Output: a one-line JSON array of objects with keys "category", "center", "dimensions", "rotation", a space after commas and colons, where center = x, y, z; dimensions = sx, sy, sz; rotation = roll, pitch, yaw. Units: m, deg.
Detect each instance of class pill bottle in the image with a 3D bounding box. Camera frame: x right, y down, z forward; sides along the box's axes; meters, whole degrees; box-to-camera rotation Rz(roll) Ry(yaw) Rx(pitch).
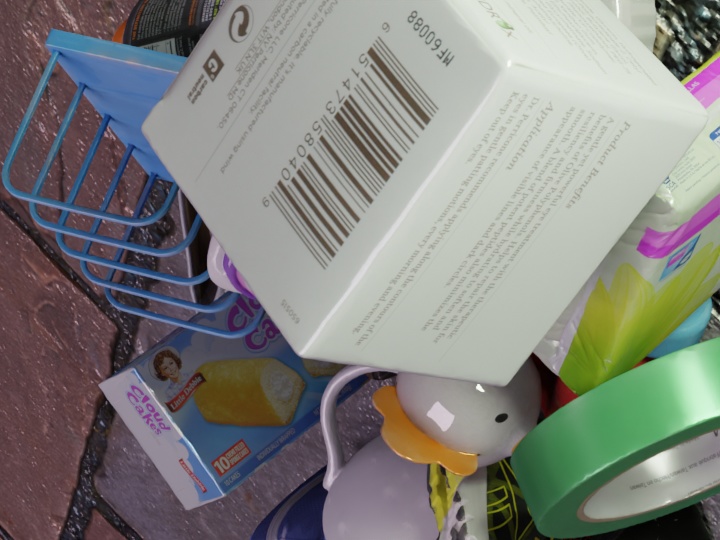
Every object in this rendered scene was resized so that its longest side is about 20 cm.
[{"category": "pill bottle", "center": [-0.095, -0.157, 1.805], "dimensions": [0.200, 0.106, 0.106], "rotation": [-4, 118, 54]}]

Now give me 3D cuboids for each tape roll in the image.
[{"category": "tape roll", "center": [0.192, 0.101, 1.594], "dimensions": [0.048, 0.200, 0.200], "rotation": [68, 153, 20]}]

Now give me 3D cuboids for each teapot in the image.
[{"category": "teapot", "center": [0.077, 0.171, 1.866], "dimensions": [0.146, 0.200, 0.197], "rotation": [-52, 46, 22]}]

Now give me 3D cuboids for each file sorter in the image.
[{"category": "file sorter", "center": [-0.138, -0.054, 1.780], "dimensions": [0.139, 0.123, 0.200], "rotation": [14, 161, 24]}]

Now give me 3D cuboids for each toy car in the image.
[{"category": "toy car", "center": [0.101, 0.079, 1.692], "dimensions": [0.177, 0.200, 0.184], "rotation": [40, 147, 20]}]

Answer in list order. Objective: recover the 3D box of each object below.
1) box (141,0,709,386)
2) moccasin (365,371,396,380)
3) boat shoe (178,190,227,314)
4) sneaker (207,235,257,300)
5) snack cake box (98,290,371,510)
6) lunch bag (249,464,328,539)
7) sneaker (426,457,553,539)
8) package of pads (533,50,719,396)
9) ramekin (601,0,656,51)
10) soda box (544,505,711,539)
[{"category": "box", "center": [0.031, -0.078, 1.390], "dimensions": [0.199, 0.171, 0.200], "rotation": [-55, 50, 23]}, {"category": "moccasin", "center": [0.005, -0.010, 1.852], "dimensions": [0.078, 0.074, 0.202], "rotation": [33, 147, 44]}, {"category": "boat shoe", "center": [-0.111, -0.052, 1.966], "dimensions": [0.074, 0.065, 0.202], "rotation": [28, 140, 34]}, {"category": "sneaker", "center": [0.000, 0.000, 1.742], "dimensions": [0.088, 0.200, 0.081], "rotation": [38, 122, 48]}, {"category": "snack cake box", "center": [-0.077, 0.071, 1.915], "dimensions": [0.115, 0.200, 0.067], "rotation": [56, 148, -5]}, {"category": "lunch bag", "center": [0.018, 0.246, 2.026], "dimensions": [0.132, 0.136, 0.200], "rotation": [-10, 114, 56]}, {"category": "sneaker", "center": [0.095, 0.173, 1.728], "dimensions": [0.084, 0.200, 0.075], "rotation": [12, 133, -13]}, {"category": "package of pads", "center": [0.182, -0.034, 1.520], "dimensions": [0.068, 0.154, 0.200], "rotation": [41, 145, 17]}, {"category": "ramekin", "center": [0.081, -0.145, 1.534], "dimensions": [0.202, 0.094, 0.203], "rotation": [4, 98, 29]}, {"category": "soda box", "center": [0.148, 0.217, 1.764], "dimensions": [0.063, 0.200, 0.071], "rotation": [7, 131, 50]}]
